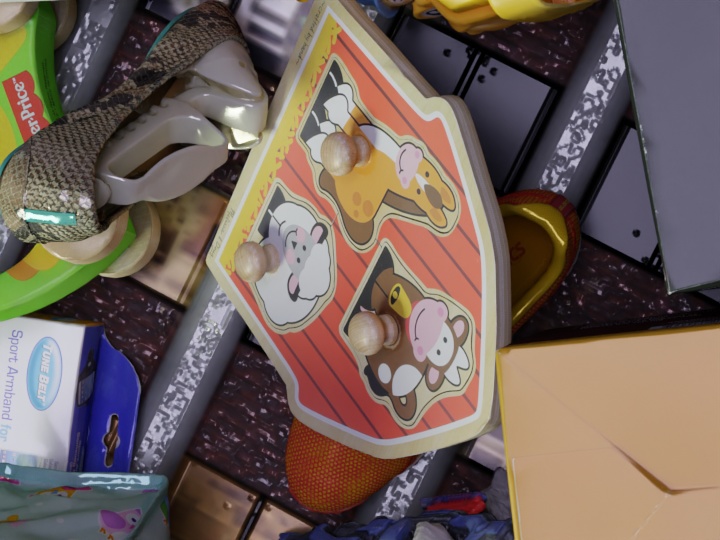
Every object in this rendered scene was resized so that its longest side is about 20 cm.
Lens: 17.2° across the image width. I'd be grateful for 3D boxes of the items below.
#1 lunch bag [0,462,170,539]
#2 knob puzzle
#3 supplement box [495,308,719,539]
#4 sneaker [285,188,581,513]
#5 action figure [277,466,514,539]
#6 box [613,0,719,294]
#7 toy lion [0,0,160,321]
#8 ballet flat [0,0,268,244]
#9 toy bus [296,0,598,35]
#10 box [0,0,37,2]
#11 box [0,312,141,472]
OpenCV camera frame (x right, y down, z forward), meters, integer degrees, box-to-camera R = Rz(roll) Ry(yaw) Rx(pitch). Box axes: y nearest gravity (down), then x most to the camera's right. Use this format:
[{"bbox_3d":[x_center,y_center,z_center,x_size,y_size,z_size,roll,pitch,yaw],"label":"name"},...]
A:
[{"bbox_3d":[-0.160,0.208,1.106,0.121,0.200,0.172,3,114,13],"label":"lunch bag"},{"bbox_3d":[0.000,0.000,1.095,0.219,0.030,0.222,13,107,49],"label":"knob puzzle"},{"bbox_3d":[0.173,0.085,1.061,0.196,0.200,0.134,-7,90,11],"label":"supplement box"},{"bbox_3d":[0.027,0.036,1.152,0.073,0.077,0.200,40,102,7],"label":"sneaker"},{"bbox_3d":[0.018,0.178,1.116,0.105,0.200,0.194,44,71,-19],"label":"action figure"},{"bbox_3d":[0.187,-0.072,1.058,0.123,0.200,0.150,-10,88,9],"label":"box"},{"bbox_3d":[-0.221,-0.063,1.196,0.191,0.069,0.201,-25,78,10],"label":"toy lion"},{"bbox_3d":[-0.089,-0.066,1.120,0.075,0.200,0.068,11,123,27],"label":"ballet flat"},{"bbox_3d":[0.003,-0.190,1.137,0.191,0.136,0.201,-22,89,23],"label":"toy bus"},{"bbox_3d":[-0.176,-0.191,1.139,0.198,0.048,0.123,-2,85,2],"label":"box"},{"bbox_3d":[-0.214,0.075,1.218,0.198,0.041,0.120,8,92,13],"label":"box"}]
